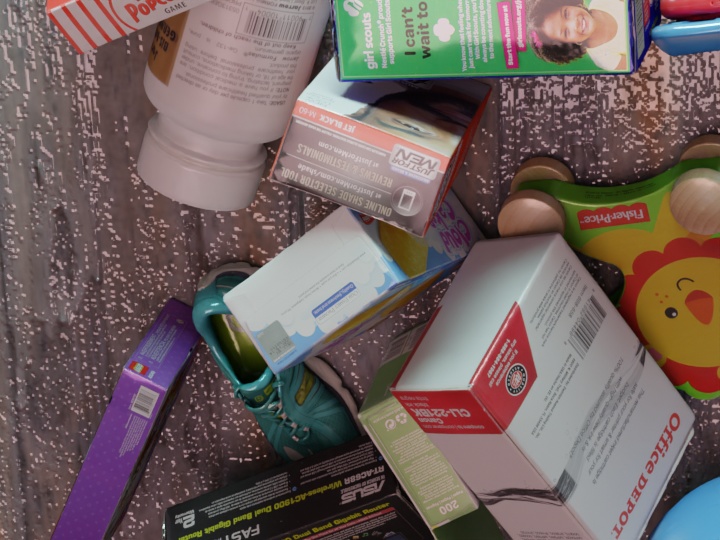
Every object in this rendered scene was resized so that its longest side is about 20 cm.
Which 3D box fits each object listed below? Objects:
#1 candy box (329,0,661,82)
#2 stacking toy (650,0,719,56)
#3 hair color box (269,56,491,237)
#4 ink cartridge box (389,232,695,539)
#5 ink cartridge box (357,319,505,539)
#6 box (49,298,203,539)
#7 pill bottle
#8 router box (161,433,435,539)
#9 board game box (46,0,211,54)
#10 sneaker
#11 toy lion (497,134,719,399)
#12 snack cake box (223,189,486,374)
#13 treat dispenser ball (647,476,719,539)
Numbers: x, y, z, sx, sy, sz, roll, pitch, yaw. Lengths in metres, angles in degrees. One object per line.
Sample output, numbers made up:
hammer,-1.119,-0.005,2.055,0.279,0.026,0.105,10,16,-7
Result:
candy box,0.093,-0.180,1.625,0.199,0.169,0.077,-2,107,13
stacking toy,0.245,-0.248,1.616,0.109,0.116,0.201,-6,96,18
hair color box,0.017,-0.096,1.656,0.111,0.200,0.064,21,111,3
ink cartridge box,0.132,0.094,1.700,0.084,0.145,0.200,-5,133,46
ink cartridge box,0.075,0.151,1.769,0.048,0.146,0.200,-28,103,19
box,-0.179,0.134,1.822,0.039,0.137,0.200,25,113,1
pill bottle,-0.090,-0.150,1.706,0.114,0.114,0.201,20,113,4
router box,-0.028,0.206,1.820,0.199,0.062,0.150,-22,140,18
board game box,-0.132,-0.253,1.633,0.151,0.201,0.046,-20,137,18
sneaker,-0.066,0.091,1.812,0.077,0.080,0.200,-30,102,21
toy lion,0.214,0.007,1.732,0.199,0.069,0.192,-6,119,19
snack cake box,0.000,0.000,1.694,0.115,0.200,0.067,-38,84,22
treat dispenser ball,0.292,0.241,1.727,0.200,0.201,0.202,4,111,11
